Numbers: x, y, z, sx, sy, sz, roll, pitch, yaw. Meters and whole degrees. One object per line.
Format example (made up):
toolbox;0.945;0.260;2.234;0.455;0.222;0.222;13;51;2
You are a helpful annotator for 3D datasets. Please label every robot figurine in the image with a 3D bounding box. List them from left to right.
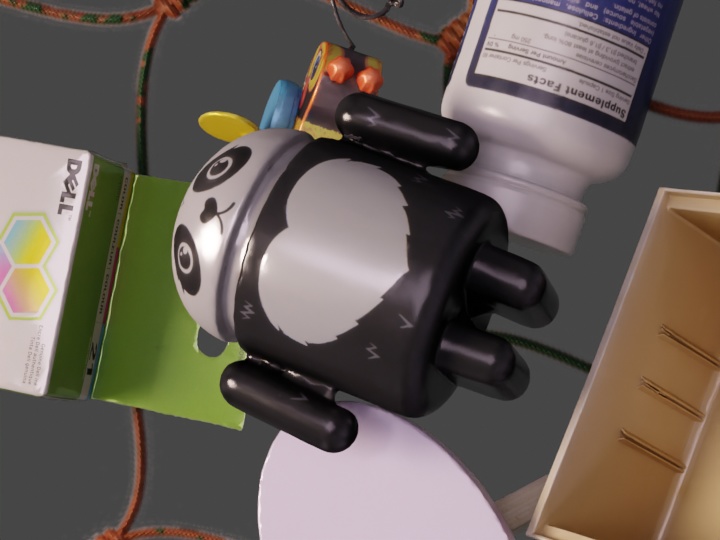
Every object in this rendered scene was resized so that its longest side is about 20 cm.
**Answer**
robot figurine;-0.001;0.001;1.018;0.199;0.150;0.125;21;134;17

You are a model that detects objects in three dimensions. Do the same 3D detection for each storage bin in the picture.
storage bin;0.213;0.075;0.989;0.198;0.094;0.201;9;73;53

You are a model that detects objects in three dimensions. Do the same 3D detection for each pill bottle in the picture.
pill bottle;0.109;-0.114;1.089;0.111;0.111;0.201;18;89;15

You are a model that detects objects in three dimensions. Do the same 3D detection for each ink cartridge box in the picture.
ink cartridge box;-0.159;0.004;1.160;0.199;0.076;0.148;10;87;16

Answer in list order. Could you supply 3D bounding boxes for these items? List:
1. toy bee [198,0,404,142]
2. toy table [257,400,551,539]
toy bee;-0.026;-0.086;1.110;0.130;0.109;0.201;-4;92;-10
toy table;0.030;0.167;1.076;0.183;0.117;0.201;-22;79;11
